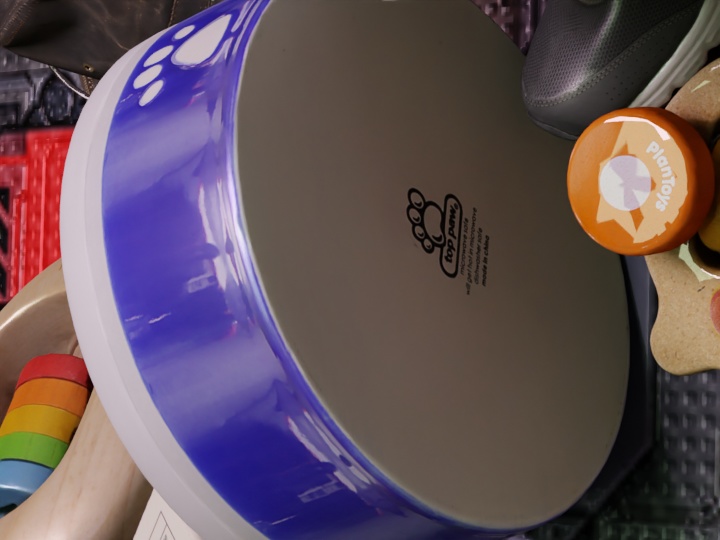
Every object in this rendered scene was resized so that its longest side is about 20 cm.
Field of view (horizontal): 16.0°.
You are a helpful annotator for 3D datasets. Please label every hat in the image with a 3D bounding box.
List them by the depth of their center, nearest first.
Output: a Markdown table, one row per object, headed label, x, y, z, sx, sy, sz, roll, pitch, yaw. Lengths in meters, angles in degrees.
| label | x | y | z | sx | sy | sz | roll | pitch | yaw |
| --- | --- | --- | --- | --- | --- | --- | --- | --- | --- |
| hat | -0.102 | -0.126 | 1.002 | 0.200 | 0.081 | 0.201 | -16 | 72 | 59 |

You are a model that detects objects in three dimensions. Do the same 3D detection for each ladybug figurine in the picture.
| label | x | y | z | sx | sy | sz | roll | pitch | yaw |
| --- | --- | --- | --- | --- | --- | --- | --- | --- | --- |
| ladybug figurine | -0.113 | 0.077 | 0.993 | 0.135 | 0.072 | 0.200 | -10 | 46 | 39 |

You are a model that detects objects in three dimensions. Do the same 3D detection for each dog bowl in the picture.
| label | x | y | z | sx | sy | sz | roll | pitch | yaw |
| --- | --- | --- | --- | --- | --- | --- | --- | --- | --- |
| dog bowl | 0.000 | 0.000 | 0.847 | 0.079 | 0.200 | 0.201 | -23 | 72 | 37 |

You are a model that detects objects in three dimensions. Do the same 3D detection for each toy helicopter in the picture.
| label | x | y | z | sx | sy | sz | roll | pitch | yaw |
| --- | --- | --- | --- | --- | --- | --- | --- | --- | --- |
| toy helicopter | 0.155 | 0.024 | 0.804 | 0.132 | 0.079 | 0.201 | -15 | 87 | 32 |

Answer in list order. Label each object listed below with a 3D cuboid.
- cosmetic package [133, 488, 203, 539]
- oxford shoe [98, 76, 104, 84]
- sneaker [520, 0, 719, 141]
| label | x | y | z | sx | sy | sz | roll | pitch | yaw |
| --- | --- | --- | --- | --- | --- | --- | --- | --- | --- |
| cosmetic package | -0.019 | 0.168 | 0.847 | 0.200 | 0.073 | 0.104 | 59 | 135 | 46 |
| oxford shoe | -0.057 | 0.010 | 0.933 | 0.075 | 0.058 | 0.201 | -129 | 29 | -77 |
| sneaker | 0.091 | -0.141 | 0.838 | 0.074 | 0.084 | 0.200 | 37 | 105 | 54 |
